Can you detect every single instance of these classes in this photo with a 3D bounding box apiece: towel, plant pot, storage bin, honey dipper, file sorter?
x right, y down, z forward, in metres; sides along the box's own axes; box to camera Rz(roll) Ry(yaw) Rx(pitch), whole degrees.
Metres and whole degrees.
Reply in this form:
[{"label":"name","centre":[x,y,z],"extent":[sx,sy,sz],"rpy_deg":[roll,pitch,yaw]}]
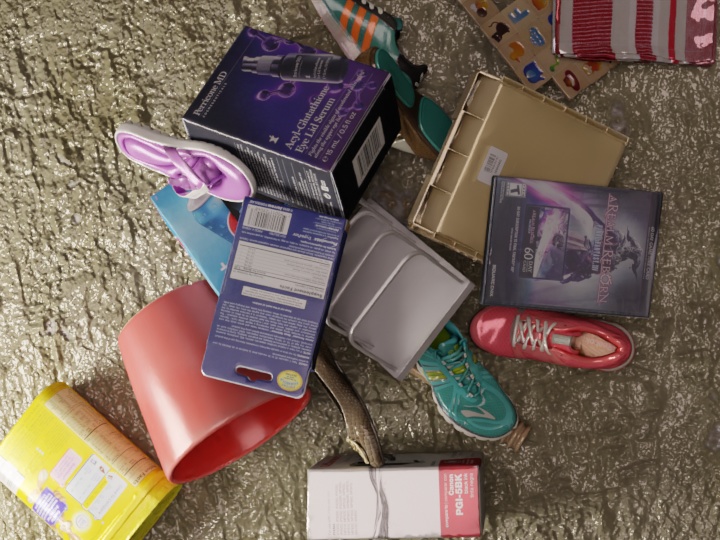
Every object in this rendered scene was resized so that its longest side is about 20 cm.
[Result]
[{"label":"towel","centre":[0.323,-0.316,1.597],"extent":[0.197,0.023,0.146],"rpy_deg":[2,88,-6]},{"label":"plant pot","centre":[-0.183,0.122,1.601],"extent":[0.199,0.200,0.178],"rpy_deg":[-34,75,5]},{"label":"storage bin","centre":[0.177,-0.101,1.573],"extent":[0.197,0.094,0.202],"rpy_deg":[24,92,-9]},{"label":"honey dipper","centre":[0.112,0.150,1.634],"extent":[0.199,0.038,0.038],"rpy_deg":[31,93,11]},{"label":"file sorter","centre":[0.000,0.000,1.561],"extent":[0.139,0.124,0.200],"rpy_deg":[-52,50,4]}]

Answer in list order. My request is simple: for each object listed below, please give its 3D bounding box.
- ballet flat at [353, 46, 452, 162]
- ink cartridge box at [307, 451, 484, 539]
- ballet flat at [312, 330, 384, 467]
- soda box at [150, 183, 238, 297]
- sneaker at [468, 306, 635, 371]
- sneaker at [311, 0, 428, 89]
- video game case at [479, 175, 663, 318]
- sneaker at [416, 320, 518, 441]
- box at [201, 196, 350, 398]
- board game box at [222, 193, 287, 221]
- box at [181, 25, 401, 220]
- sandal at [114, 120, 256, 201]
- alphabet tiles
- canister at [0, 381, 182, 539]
[{"label":"ballet flat","centre":[0.046,-0.182,1.605],"extent":[0.072,0.200,0.069],"rpy_deg":[-18,48,34]},{"label":"ink cartridge box","centre":[0.044,0.260,1.581],"extent":[0.197,0.147,0.084],"rpy_deg":[-2,88,6]},{"label":"ballet flat","centre":[-0.032,0.135,1.532],"extent":[0.046,0.067,0.202],"rpy_deg":[-25,76,-13]},{"label":"soda box","centre":[-0.158,-0.021,1.567],"extent":[0.067,0.064,0.201],"rpy_deg":[-35,66,-7]},{"label":"sneaker","centre":[0.224,0.073,1.592],"extent":[0.197,0.087,0.075],"rpy_deg":[8,89,8]},{"label":"sneaker","centre":[0.005,-0.296,1.641],"extent":[0.080,0.071,0.201],"rpy_deg":[-35,93,5]},{"label":"video game case","centre":[0.237,-0.025,1.533],"extent":[0.197,0.019,0.145],"rpy_deg":[5,95,-8]},{"label":"sneaker","centre":[0.107,0.114,1.587],"extent":[0.077,0.080,0.200],"rpy_deg":[-35,72,-14]},{"label":"box","centre":[-0.093,0.030,1.479],"extent":[0.120,0.032,0.203],"rpy_deg":[13,79,7]},{"label":"board game box","centre":[-0.119,-0.140,1.658],"extent":[0.164,0.057,0.202],"rpy_deg":[26,92,6]},{"label":"box","centre":[-0.075,-0.164,1.528],"extent":[0.198,0.105,0.149],"rpy_deg":[20,64,20]},{"label":"sandal","centre":[-0.202,-0.110,1.536],"extent":[0.201,0.083,0.050],"rpy_deg":[20,59,31]},{"label":"alphabet tiles","centre":[0.222,-0.306,1.612],"extent":[0.166,0.008,0.201],"rpy_deg":[-36,85,-16]},{"label":"canister","centre":[-0.338,0.252,1.664],"extent":[0.199,0.087,0.149],"rpy_deg":[40,94,8]}]
